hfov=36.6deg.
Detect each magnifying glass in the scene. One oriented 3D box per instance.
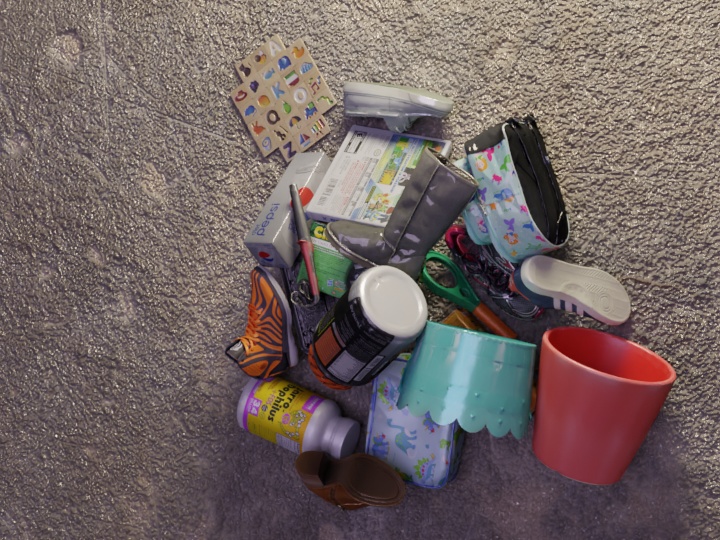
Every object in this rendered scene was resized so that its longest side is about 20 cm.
[{"bbox_3d":[0.169,0.045,1.734,0.199,0.080,0.022,41,129,7],"label":"magnifying glass"}]

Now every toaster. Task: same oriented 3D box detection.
[{"bbox_3d":[-0.019,0.043,1.782,0.178,0.118,0.204,-18,84,23],"label":"toaster"}]

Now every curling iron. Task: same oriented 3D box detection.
[{"bbox_3d":[-0.095,-0.036,1.711,0.049,0.025,0.204,-8,86,20],"label":"curling iron"}]

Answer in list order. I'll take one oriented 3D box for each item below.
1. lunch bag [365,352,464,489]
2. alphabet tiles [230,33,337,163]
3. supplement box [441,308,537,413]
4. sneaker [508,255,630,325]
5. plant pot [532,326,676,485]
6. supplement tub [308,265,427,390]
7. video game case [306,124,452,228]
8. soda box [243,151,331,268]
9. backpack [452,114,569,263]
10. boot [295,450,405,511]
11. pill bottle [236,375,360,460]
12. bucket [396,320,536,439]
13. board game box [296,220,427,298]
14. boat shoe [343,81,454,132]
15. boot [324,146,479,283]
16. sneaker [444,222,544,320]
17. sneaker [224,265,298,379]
[{"bbox_3d":[0.091,0.239,1.759,0.158,0.082,0.204,9,95,22],"label":"lunch bag"},{"bbox_3d":[-0.135,-0.298,1.885,0.165,0.006,0.202,-33,79,21],"label":"alphabet tiles"},{"bbox_3d":[0.204,0.152,1.718,0.200,0.066,0.069,45,107,15],"label":"supplement box"},{"bbox_3d":[0.314,0.033,1.647,0.197,0.084,0.076,23,67,-17],"label":"sneaker"},{"bbox_3d":[0.343,0.202,1.605,0.198,0.200,0.180,21,109,21],"label":"plant pot"},{"bbox_3d":[0.005,0.092,1.613,0.123,0.121,0.200,56,140,12],"label":"supplement tub"},{"bbox_3d":[0.032,-0.146,1.742,0.179,0.022,0.202,12,54,22],"label":"video game case"},{"bbox_3d":[-0.110,-0.101,1.782,0.067,0.064,0.202,3,53,38],"label":"soda box"},{"bbox_3d":[0.230,-0.112,1.641,0.149,0.177,0.203,-28,85,28],"label":"backpack"},{"bbox_3d":[-0.002,0.359,1.762,0.197,0.156,0.078,4,60,23],"label":"boot"},{"bbox_3d":[-0.102,0.252,1.830,0.197,0.104,0.106,20,99,21],"label":"pill bottle"},{"bbox_3d":[0.161,0.157,1.596,0.204,0.207,0.137,13,89,22],"label":"bucket"},{"bbox_3d":[0.000,0.000,1.697,0.197,0.023,0.107,20,99,22],"label":"board game box"},{"bbox_3d":[0.060,-0.263,1.775,0.198,0.070,0.073,14,107,26],"label":"boat shoe"},{"bbox_3d":[0.058,-0.091,1.606,0.180,0.073,0.202,29,118,7],"label":"boot"},{"bbox_3d":[0.207,0.005,1.709,0.200,0.074,0.081,42,106,16],"label":"sneaker"},{"bbox_3d":[-0.171,0.097,1.780,0.077,0.111,0.203,33,142,53],"label":"sneaker"}]
